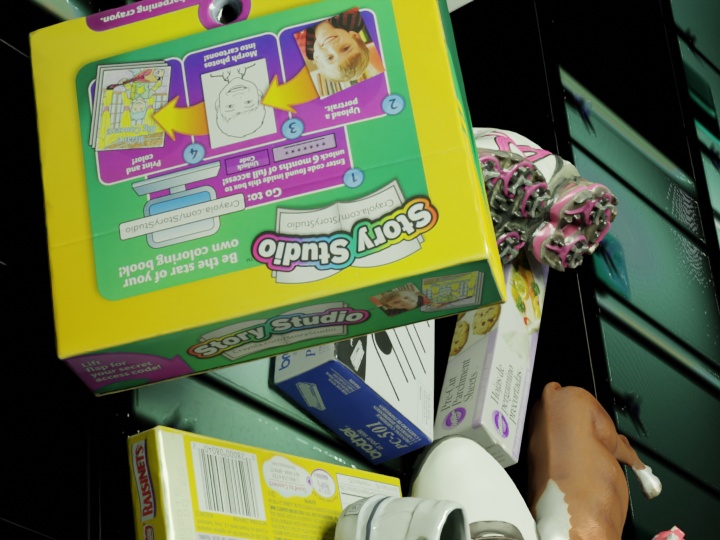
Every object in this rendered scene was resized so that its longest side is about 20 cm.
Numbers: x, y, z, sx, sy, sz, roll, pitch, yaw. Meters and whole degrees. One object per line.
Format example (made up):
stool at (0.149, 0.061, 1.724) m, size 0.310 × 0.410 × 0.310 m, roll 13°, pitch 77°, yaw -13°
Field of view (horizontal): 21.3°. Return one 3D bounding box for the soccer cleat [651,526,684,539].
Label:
soccer cleat at (0.200, 0.231, 1.237) m, size 0.067 × 0.077 × 0.200 m, roll 37°, pitch 16°, yaw -7°

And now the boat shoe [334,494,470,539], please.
boat shoe at (0.028, 0.208, 0.921) m, size 0.073 × 0.066 × 0.201 m, roll 0°, pitch 81°, yaw -55°

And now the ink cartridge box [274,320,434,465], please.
ink cartridge box at (0.000, 0.000, 1.089) m, size 0.094 × 0.044 × 0.201 m, roll 43°, pitch 36°, yaw -38°

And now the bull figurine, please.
bull figurine at (0.136, 0.159, 1.173) m, size 0.122 × 0.065 × 0.201 m, roll 49°, pitch 34°, yaw -32°

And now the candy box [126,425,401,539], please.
candy box at (-0.036, 0.141, 0.941) m, size 0.200 × 0.026 × 0.103 m, roll 20°, pitch 57°, yaw -52°

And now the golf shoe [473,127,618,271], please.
golf shoe at (0.077, -0.050, 1.175) m, size 0.092 × 0.073 × 0.200 m, roll 39°, pitch 14°, yaw 28°

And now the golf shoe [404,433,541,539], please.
golf shoe at (0.077, 0.165, 0.992) m, size 0.077 × 0.095 × 0.201 m, roll -2°, pitch 59°, yaw -19°

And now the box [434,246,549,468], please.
box at (0.084, 0.045, 1.196) m, size 0.039 × 0.041 × 0.201 m, roll 48°, pitch 34°, yaw -25°

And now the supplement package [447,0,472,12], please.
supplement package at (0.069, -0.300, 1.267) m, size 0.192 × 0.199 × 0.147 m, roll 52°, pitch 31°, yaw -20°

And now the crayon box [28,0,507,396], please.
crayon box at (-0.046, -0.050, 0.891) m, size 0.058 × 0.199 × 0.174 m, roll 60°, pitch 18°, yaw -65°
